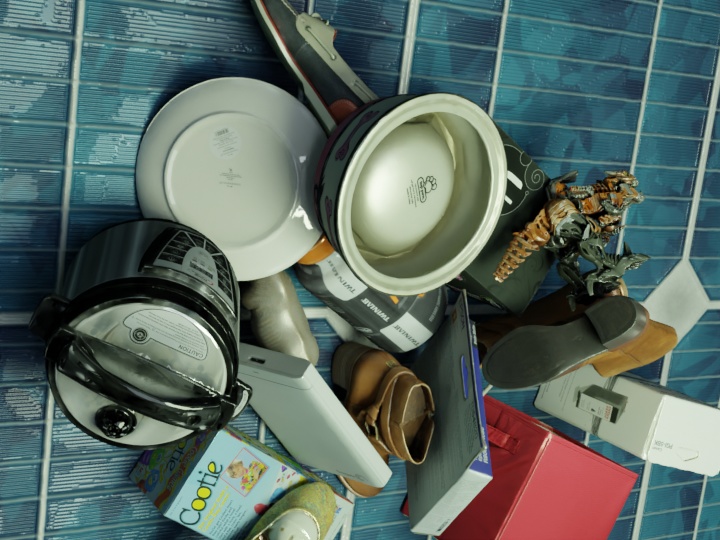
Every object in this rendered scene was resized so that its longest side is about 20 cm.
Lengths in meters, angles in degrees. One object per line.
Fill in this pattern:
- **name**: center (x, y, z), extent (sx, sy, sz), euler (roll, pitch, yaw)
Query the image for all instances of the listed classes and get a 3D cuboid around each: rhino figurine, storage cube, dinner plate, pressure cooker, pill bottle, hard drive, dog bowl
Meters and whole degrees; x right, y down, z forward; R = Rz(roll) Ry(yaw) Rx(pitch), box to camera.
- **rhino figurine**: center (-0.098, 0.027, 1.215), extent (0.060, 0.087, 0.200), euler (-28, 109, -27)
- **storage cube**: center (0.189, 0.269, 1.416), extent (0.200, 0.171, 0.180), euler (27, 89, -35)
- **dinner plate**: center (-0.123, -0.087, 1.140), extent (0.200, 0.024, 0.200), euler (1, 98, 5)
- **pressure cooker**: center (-0.194, 0.066, 1.072), extent (0.176, 0.200, 0.179), euler (-11, 119, 2)
- **pill bottle**: center (0.000, 0.000, 1.244), extent (0.200, 0.106, 0.106), euler (40, 80, -43)
- **hard drive**: center (-0.061, 0.151, 1.228), extent (0.027, 0.132, 0.200), euler (-57, 136, -26)
- **dog bowl**: center (0.042, -0.080, 1.124), extent (0.200, 0.074, 0.200), euler (-14, 117, -31)

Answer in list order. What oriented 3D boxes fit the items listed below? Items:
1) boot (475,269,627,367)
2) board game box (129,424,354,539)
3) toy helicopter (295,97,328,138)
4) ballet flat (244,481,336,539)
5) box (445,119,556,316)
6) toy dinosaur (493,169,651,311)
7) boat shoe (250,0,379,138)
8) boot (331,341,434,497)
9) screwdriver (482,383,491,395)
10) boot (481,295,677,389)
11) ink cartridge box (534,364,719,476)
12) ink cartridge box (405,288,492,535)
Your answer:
- **boot**: center (0.200, 0.067, 1.350), extent (0.155, 0.200, 0.074), euler (-11, 70, -38)
- **board game box**: center (-0.125, 0.235, 1.246), extent (0.200, 0.103, 0.105), euler (37, 83, -34)
- **toy helicopter**: center (-0.089, -0.114, 1.207), extent (0.200, 0.079, 0.132), euler (-1, 113, -21)
- **ballet flat**: center (-0.095, 0.293, 1.174), extent (0.200, 0.071, 0.071), euler (-39, 120, -15)
- **box**: center (0.122, -0.069, 1.307), extent (0.200, 0.124, 0.149), euler (40, 80, -34)
- **toy dinosaur**: center (0.229, -0.035, 1.263), extent (0.200, 0.102, 0.136), euler (-32, 77, -2)
- **boat shoe**: center (-0.046, -0.213, 1.149), extent (0.063, 0.071, 0.200), euler (-32, 81, -2)
- **boot**: center (0.027, 0.187, 1.298), extent (0.074, 0.155, 0.200), euler (-19, 113, -27)
- **screwdriver**: center (0.117, 0.174, 1.367), extent (0.028, 0.029, 0.200), euler (28, 128, -15)
- **boot**: center (0.248, 0.090, 1.314), extent (0.188, 0.069, 0.200), euler (-33, 157, 15)
- **ink cartridge box**: center (0.343, 0.176, 1.469), extent (0.147, 0.200, 0.083), euler (17, 93, -35)
- **ink cartridge box**: center (0.100, 0.155, 1.265), extent (0.041, 0.200, 0.200), euler (10, 142, -16)
